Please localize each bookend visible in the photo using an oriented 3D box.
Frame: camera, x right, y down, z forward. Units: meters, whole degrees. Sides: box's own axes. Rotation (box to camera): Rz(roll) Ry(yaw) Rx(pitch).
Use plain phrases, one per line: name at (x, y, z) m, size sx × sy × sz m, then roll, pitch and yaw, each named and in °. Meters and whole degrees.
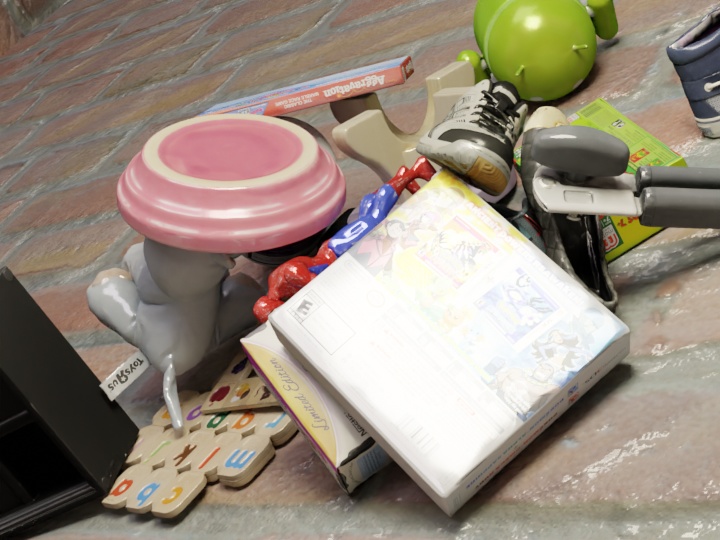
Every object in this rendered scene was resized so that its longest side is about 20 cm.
bookend at (-0.340, 0.132, 1.362) m, size 0.198 × 0.201 × 0.092 m, roll -24°, pitch 23°, yaw 26°

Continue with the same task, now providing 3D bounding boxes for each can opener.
can opener at (0.225, -0.063, 1.139) m, size 0.198 × 0.067 × 0.053 m, roll 6°, pitch 43°, yaw -4°

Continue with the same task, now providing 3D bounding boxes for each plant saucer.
plant saucer at (-0.111, -0.083, 1.311) m, size 0.198 × 0.051 × 0.201 m, roll 1°, pitch 30°, yaw -1°

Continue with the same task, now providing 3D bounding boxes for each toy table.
toy table at (0.055, -0.111, 1.421) m, size 0.182 × 0.118 × 0.200 m, roll -3°, pitch 23°, yaw 34°

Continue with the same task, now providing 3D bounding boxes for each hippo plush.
hippo plush at (-0.175, -0.001, 1.376) m, size 0.158 × 0.162 × 0.200 m, roll 23°, pitch 43°, yaw 16°

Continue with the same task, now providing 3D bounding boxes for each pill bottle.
pill bottle at (-0.083, -0.071, 1.504) m, size 0.112 × 0.113 × 0.200 m, roll -37°, pitch -7°, yaw -12°

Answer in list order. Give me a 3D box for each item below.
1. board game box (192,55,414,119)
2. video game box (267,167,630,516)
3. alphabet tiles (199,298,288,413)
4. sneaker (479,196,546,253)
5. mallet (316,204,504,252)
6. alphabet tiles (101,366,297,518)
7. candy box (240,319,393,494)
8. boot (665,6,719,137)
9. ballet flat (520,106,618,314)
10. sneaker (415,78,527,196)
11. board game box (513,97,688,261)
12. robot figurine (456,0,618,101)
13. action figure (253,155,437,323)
board game box at (-0.051, -0.164, 1.428) m, size 0.198 × 0.020 × 0.103 m, roll -13°, pitch 10°, yaw 10°
video game box at (0.063, 0.046, 1.107) m, size 0.182 × 0.047 × 0.200 m, roll -40°, pitch 62°, yaw -11°
alphabet tiles at (-0.039, 0.054, 1.330) m, size 0.199 × 0.008 × 0.168 m, roll -11°, pitch 37°, yaw 47°
sneaker at (0.094, -0.026, 1.288) m, size 0.199 × 0.096 × 0.079 m, roll -6°, pitch 34°, yaw 48°
mallet at (0.053, -0.045, 1.465) m, size 0.198 × 0.041 × 0.066 m, roll -13°, pitch 26°, yaw 28°
alphabet tiles at (-0.131, 0.144, 1.333) m, size 0.199 × 0.015 × 0.196 m, roll -2°, pitch 36°, yaw 49°
candy box at (0.027, 0.054, 1.172) m, size 0.199 × 0.061 × 0.137 m, roll -36°, pitch 62°, yaw -9°
boot at (0.364, -0.205, 1.318) m, size 0.199 × 0.091 × 0.073 m, roll -34°, pitch 23°, yaw -5°
ballet flat at (0.168, -0.042, 1.180) m, size 0.057 × 0.066 × 0.202 m, roll -43°, pitch 47°, yaw 49°
sneaker at (0.094, -0.115, 1.215) m, size 0.088 × 0.075 × 0.200 m, roll -58°, pitch 6°, yaw 6°
board game box at (0.208, -0.081, 1.320) m, size 0.101 × 0.048 × 0.200 m, roll -32°, pitch 23°, yaw 1°
robot figurine at (0.181, -0.249, 1.600) m, size 0.174 × 0.116 × 0.200 m, roll -24°, pitch 24°, yaw 6°
action figure at (0.000, 0.000, 1.276) m, size 0.199 × 0.099 × 0.065 m, roll -37°, pitch 5°, yaw -24°
